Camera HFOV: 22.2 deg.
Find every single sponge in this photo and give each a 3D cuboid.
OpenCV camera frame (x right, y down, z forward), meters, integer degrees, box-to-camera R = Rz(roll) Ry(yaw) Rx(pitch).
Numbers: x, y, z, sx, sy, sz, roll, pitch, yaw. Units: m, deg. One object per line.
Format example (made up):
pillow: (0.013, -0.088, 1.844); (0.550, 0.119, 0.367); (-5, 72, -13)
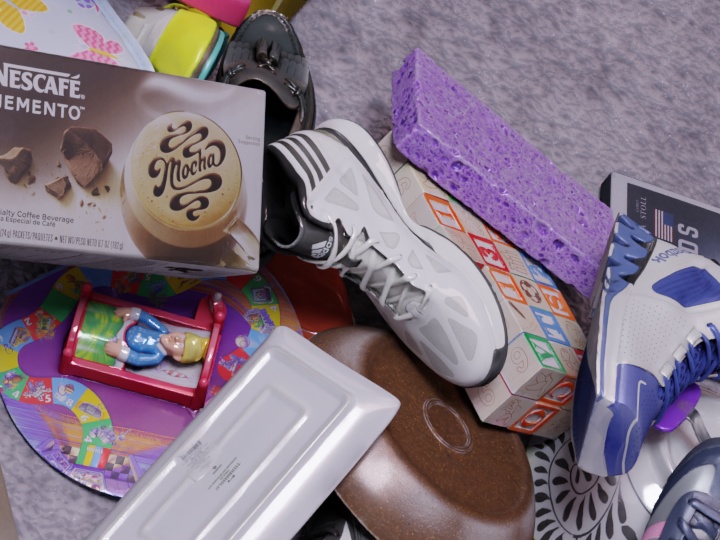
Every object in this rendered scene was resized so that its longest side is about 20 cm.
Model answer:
sponge: (0.103, -0.063, 1.275); (0.200, 0.030, 0.112); (38, 26, -20)

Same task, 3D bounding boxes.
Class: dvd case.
dvd case: (0.272, 0.017, 1.383); (0.199, 0.025, 0.151); (18, 51, -14)

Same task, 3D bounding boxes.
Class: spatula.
spatula: (0.235, 0.122, 1.172); (0.200, 0.021, 0.056); (43, 48, 7)

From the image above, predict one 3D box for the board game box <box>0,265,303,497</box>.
board game box: (-0.129, 0.041, 1.148); (0.199, 0.039, 0.158); (-27, 71, -26)

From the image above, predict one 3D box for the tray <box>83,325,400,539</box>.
tray: (-0.077, 0.122, 1.076); (0.107, 0.022, 0.200); (30, 69, 33)

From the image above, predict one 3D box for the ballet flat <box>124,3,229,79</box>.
ballet flat: (-0.129, -0.151, 1.234); (0.067, 0.067, 0.200); (30, 9, -7)

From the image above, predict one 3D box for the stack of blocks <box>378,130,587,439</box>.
stack of blocks: (0.076, 0.009, 1.230); (0.115, 0.059, 0.201); (17, 38, -48)

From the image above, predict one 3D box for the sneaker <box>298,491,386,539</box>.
sneaker: (-0.028, 0.194, 1.078); (0.098, 0.071, 0.201); (38, 47, -26)

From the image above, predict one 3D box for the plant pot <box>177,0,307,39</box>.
plant pot: (-0.066, -0.315, 1.359); (0.200, 0.200, 0.176); (43, 40, 9)

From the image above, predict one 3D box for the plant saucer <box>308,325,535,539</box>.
plant saucer: (0.045, 0.107, 1.158); (0.200, 0.037, 0.201); (33, 30, -22)

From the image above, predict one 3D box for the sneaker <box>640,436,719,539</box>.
sneaker: (0.194, 0.197, 1.117); (0.070, 0.082, 0.201); (25, 89, 5)

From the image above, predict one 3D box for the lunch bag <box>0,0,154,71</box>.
lunch bag: (-0.233, -0.107, 1.172); (0.169, 0.128, 0.200); (-18, 57, -36)

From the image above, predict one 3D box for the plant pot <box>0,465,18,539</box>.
plant pot: (-0.267, 0.118, 0.973); (0.199, 0.200, 0.174); (-29, 89, -37)

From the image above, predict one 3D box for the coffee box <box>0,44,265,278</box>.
coffee box: (-0.160, -0.061, 1.077); (0.199, 0.080, 0.114); (7, 83, -37)

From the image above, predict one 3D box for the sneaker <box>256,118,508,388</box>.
sneaker: (0.000, 0.000, 1.131); (0.201, 0.076, 0.115); (53, 35, 12)

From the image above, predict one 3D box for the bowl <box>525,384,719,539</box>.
bowl: (0.216, 0.143, 1.225); (0.199, 0.094, 0.202); (12, 52, -16)

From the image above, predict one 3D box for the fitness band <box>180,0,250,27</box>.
fitness band: (-0.158, -0.223, 1.217); (0.199, 0.038, 0.144); (27, 7, -32)

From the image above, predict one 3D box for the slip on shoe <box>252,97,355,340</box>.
slip on shoe: (-0.052, -0.031, 1.243); (0.074, 0.061, 0.201); (-4, 61, -29)

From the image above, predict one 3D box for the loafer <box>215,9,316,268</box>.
loafer: (-0.064, -0.097, 1.208); (0.071, 0.063, 0.201); (8, 58, -5)

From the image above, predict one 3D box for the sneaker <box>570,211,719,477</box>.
sneaker: (0.201, 0.044, 1.155); (0.114, 0.081, 0.200); (14, 41, 4)
